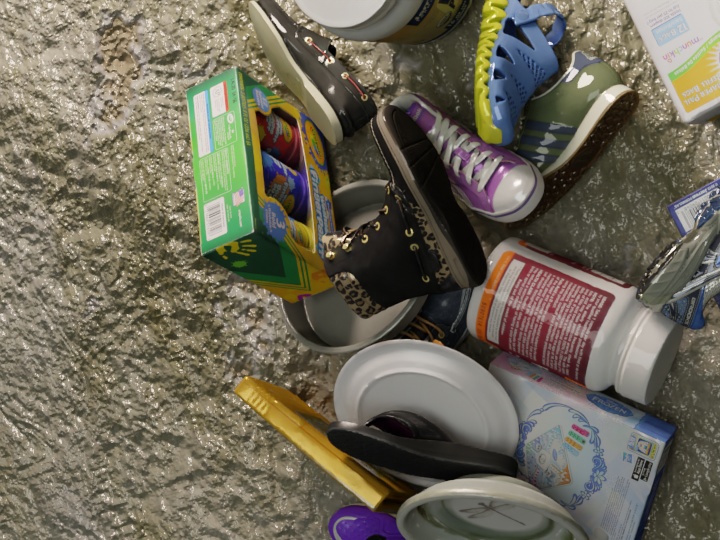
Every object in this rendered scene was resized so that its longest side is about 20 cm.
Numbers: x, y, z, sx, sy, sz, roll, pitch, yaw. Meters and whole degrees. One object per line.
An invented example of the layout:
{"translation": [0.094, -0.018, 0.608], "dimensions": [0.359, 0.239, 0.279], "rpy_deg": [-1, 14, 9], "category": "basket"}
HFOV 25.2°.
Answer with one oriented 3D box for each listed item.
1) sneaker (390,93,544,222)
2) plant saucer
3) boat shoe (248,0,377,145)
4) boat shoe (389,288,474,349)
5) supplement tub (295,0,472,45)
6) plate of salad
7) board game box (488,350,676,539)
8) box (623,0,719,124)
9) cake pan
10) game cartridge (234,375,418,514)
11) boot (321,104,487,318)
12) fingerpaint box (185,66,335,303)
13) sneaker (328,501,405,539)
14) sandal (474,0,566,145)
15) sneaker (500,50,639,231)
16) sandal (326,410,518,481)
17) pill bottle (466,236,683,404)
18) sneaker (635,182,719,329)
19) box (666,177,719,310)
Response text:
{"translation": [0.094, -0.119, 1.639], "dimensions": [0.073, 0.114, 0.200], "rpy_deg": [-56, 42, 2], "category": "sneaker"}
{"translation": [0.138, 0.253, 1.649], "dimensions": [0.199, 0.200, 0.050], "rpy_deg": [-3, 56, 26], "category": "plant saucer"}
{"translation": [-0.056, -0.228, 1.777], "dimensions": [0.063, 0.074, 0.202], "rpy_deg": [-31, 66, -14], "category": "boat shoe"}
{"translation": [0.065, 0.073, 1.732], "dimensions": [0.071, 0.091, 0.201], "rpy_deg": [34, 109, 18], "category": "boat shoe"}
{"translation": [0.022, -0.305, 1.651], "dimensions": [0.144, 0.200, 0.145], "rpy_deg": [3, 97, 25], "category": "supplement tub"}
{"translation": [0.069, 0.146, 1.679], "dimensions": [0.199, 0.048, 0.201], "rpy_deg": [10, 129, 13], "category": "plate of salad"}
{"translation": [0.208, 0.211, 1.680], "dimensions": [0.198, 0.043, 0.201], "rpy_deg": [24, 120, 21], "category": "board game box"}
{"translation": [0.330, -0.254, 1.563], "dimensions": [0.112, 0.101, 0.201], "rpy_deg": [-27, 84, 26], "category": "box"}
{"translation": [0.000, 0.000, 1.742], "dimensions": [0.199, 0.037, 0.201], "rpy_deg": [-16, 60, 30], "category": "cake pan"}
{"translation": [-0.032, 0.190, 1.747], "dimensions": [0.200, 0.176, 0.032], "rpy_deg": [40, 91, 16], "category": "game cartridge"}
{"translation": [0.024, -0.052, 1.629], "dimensions": [0.150, 0.073, 0.201], "rpy_deg": [-23, 103, 31], "category": "boot"}
{"translation": [-0.101, -0.089, 1.716], "dimensions": [0.073, 0.167, 0.201], "rpy_deg": [-21, 60, 26], "category": "fingerpaint box"}
{"translation": [0.040, 0.326, 1.766], "dimensions": [0.200, 0.099, 0.070], "rpy_deg": [33, 106, 18], "category": "sneaker"}
{"translation": [0.160, -0.210, 1.629], "dimensions": [0.087, 0.080, 0.201], "rpy_deg": [7, 57, 7], "category": "sandal"}
{"translation": [0.196, -0.140, 1.668], "dimensions": [0.200, 0.067, 0.090], "rpy_deg": [-50, 59, 27], "category": "sneaker"}
{"translation": [0.063, 0.177, 1.644], "dimensions": [0.199, 0.075, 0.048], "rpy_deg": [14, 61, -7], "category": "sandal"}
{"translation": [0.219, 0.053, 1.644], "dimensions": [0.199, 0.114, 0.115], "rpy_deg": [24, 105, 22], "category": "pill bottle"}
{"translation": [0.360, -0.027, 1.563], "dimensions": [0.085, 0.077, 0.200], "rpy_deg": [39, 104, -4], "category": "sneaker"}
{"translation": [0.402, -0.003, 1.594], "dimensions": [0.121, 0.032, 0.201], "rpy_deg": [-29, 81, 25], "category": "box"}
